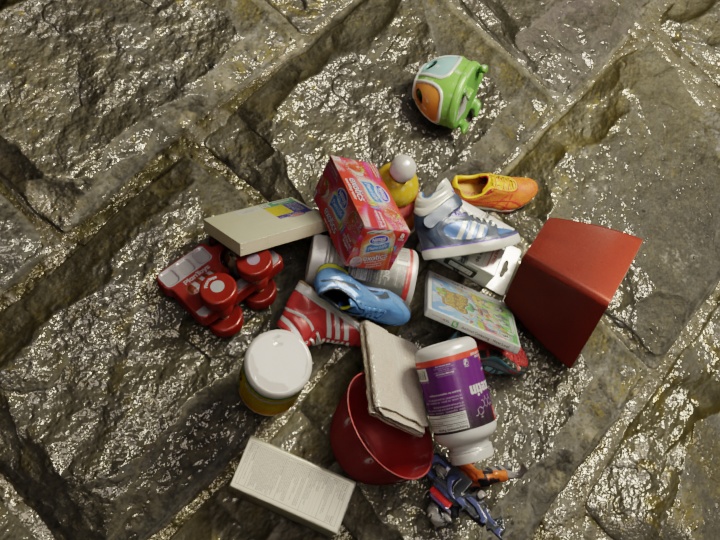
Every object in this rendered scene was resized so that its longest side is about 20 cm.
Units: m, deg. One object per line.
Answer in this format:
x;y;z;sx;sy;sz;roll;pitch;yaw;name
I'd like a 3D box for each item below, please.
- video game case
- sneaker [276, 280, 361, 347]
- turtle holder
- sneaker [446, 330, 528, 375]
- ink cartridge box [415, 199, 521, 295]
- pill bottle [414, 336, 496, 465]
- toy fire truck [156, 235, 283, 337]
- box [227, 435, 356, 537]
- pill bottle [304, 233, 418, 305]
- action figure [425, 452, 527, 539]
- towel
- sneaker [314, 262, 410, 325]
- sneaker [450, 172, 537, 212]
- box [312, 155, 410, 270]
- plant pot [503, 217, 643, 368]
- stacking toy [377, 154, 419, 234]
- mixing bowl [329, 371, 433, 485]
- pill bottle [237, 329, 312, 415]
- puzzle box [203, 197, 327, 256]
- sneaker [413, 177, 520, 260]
0.203;0.073;1.621;0.179;0.200;0.022;23;109;-3;video game case
-0.061;0.119;1.596;0.199;0.071;0.113;36;83;-15;sneaker
0.187;-0.385;1.805;0.130;0.141;0.188;21;75;15;turtle holder
0.228;0.156;1.642;0.198;0.095;0.081;19;53;-33;sneaker
0.223;-0.052;1.722;0.198;0.068;0.117;28;68;-1;ink cartridge box
0.166;0.222;1.502;0.111;0.112;0.204;-14;87;-17;pill bottle
-0.248;0.006;1.586;0.199;0.113;0.167;-39;63;-23;toy fire truck
-0.116;0.366;1.484;0.197;0.078;0.096;26;66;-2;box
0.000;0.000;1.629;0.196;0.114;0.116;11;67;-7;pill bottle
0.201;0.391;1.535;0.192;0.105;0.200;-32;54;-16;action figure
0.059;0.185;1.531;0.132;0.034;0.202;29;37;-34;towel
0.003;0.062;1.557;0.198;0.066;0.079;28;33;-21;sneaker
0.271;-0.161;1.771;0.196;0.077;0.074;-6;69;-16;sneaker
-0.002;-0.104;1.571;0.098;0.096;0.201;7;40;-31;box
0.386;0.021;1.653;0.175;0.202;0.200;30;50;13;plant pot
0.066;-0.153;1.654;0.143;0.200;0.149;4;69;-11;stacking toy
0.019;0.289;1.505;0.199;0.108;0.202;34;33;-25;mixing bowl
-0.149;0.180;1.481;0.111;0.200;0.115;4;69;-11;pill bottle
-0.169;-0.083;1.602;0.198;0.026;0.132;-18;32;-34;puzzle box
0.196;-0.104;1.643;0.196;0.081;0.149;-9;89;-7;sneaker
